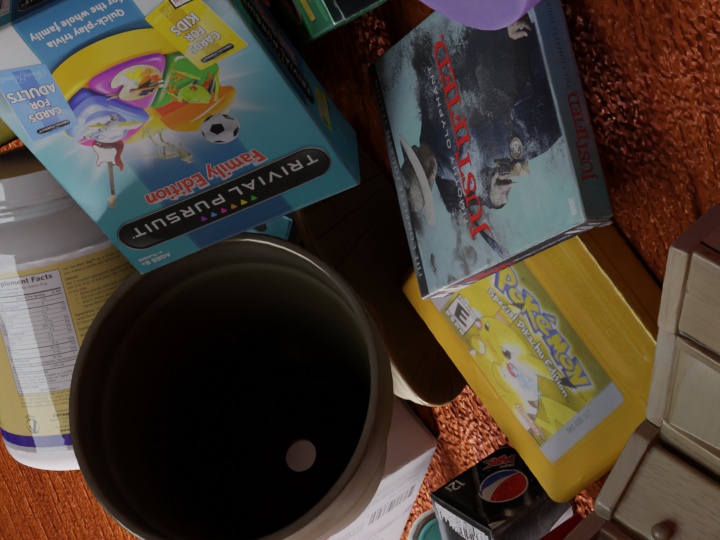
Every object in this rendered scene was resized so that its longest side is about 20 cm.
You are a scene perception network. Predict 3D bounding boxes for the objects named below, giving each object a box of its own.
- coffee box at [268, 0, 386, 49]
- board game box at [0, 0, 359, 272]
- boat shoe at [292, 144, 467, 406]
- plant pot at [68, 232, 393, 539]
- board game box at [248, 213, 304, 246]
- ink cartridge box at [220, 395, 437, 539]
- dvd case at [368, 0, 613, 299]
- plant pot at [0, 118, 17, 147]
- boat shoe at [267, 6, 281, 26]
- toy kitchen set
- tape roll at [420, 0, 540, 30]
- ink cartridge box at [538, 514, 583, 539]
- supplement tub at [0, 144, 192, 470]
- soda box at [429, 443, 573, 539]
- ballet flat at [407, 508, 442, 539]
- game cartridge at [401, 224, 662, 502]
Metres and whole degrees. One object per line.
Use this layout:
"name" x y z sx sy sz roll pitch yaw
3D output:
"coffee box" -0.036 -0.189 0.976 0.123 0.044 0.200 62 175 -5
"board game box" -0.112 -0.098 1.007 0.200 0.150 0.047 53 -157 -42
"boat shoe" 0.000 0.000 1.158 0.201 0.072 0.065 60 154 -14
"plant pot" -0.062 0.098 1.133 0.200 0.200 0.174 47 178 24
"board game box" -0.111 -0.032 1.297 0.150 0.047 0.200 30 148 10
"ink cartridge box" -0.036 0.178 1.324 0.086 0.147 0.200 50 152 20
"dvd case" 0.064 -0.073 0.963 0.200 0.022 0.147 152 107 -66
"plant pot" -0.190 -0.205 1.156 0.200 0.194 0.196 -5 113 57
"boat shoe" -0.071 -0.138 1.104 0.199 0.066 0.075 39 -158 -59
"toy kitchen set" 0.171 0.121 0.819 0.163 0.180 0.201 32 144 29
"tape roll" 0.034 -0.211 0.788 0.200 0.085 0.200 47 167 15
"ink cartridge box" 0.123 0.262 1.056 0.176 0.200 0.084 57 154 2
"supplement tub" -0.194 0.018 1.210 0.145 0.145 0.201 12 118 58
"soda box" 0.108 0.220 1.190 0.063 0.071 0.201 30 142 48
"ballet flat" 0.079 0.261 1.309 0.069 0.069 0.201 -3 116 62
"game cartridge" 0.108 0.032 1.035 0.177 0.032 0.200 54 155 11
